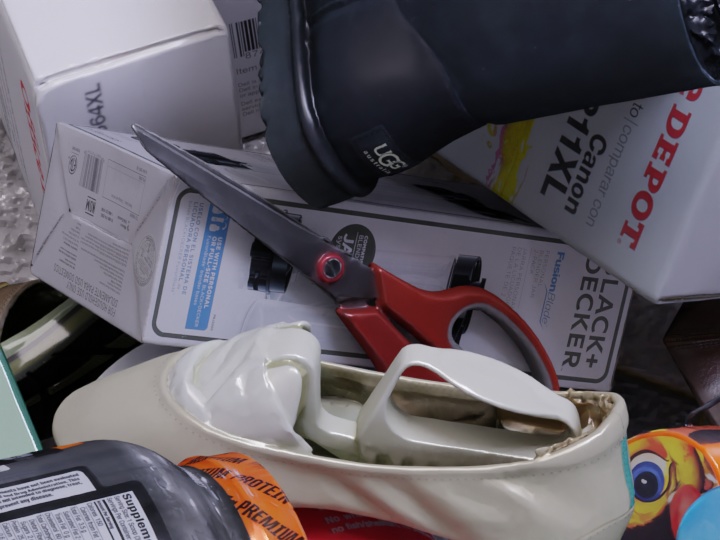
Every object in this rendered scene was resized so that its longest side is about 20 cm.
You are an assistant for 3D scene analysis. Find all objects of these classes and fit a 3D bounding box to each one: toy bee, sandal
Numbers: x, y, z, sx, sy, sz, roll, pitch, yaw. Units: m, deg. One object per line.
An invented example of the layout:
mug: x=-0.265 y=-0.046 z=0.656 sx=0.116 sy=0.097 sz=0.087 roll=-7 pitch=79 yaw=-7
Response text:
toy bee: x=0.127 y=0.098 z=0.969 sx=0.108 sy=0.131 sz=0.201 roll=-16 pitch=59 yaw=39
sandal: x=-0.145 y=0.037 z=1.064 sx=0.200 sy=0.080 sz=0.057 roll=-32 pitch=64 yaw=-19

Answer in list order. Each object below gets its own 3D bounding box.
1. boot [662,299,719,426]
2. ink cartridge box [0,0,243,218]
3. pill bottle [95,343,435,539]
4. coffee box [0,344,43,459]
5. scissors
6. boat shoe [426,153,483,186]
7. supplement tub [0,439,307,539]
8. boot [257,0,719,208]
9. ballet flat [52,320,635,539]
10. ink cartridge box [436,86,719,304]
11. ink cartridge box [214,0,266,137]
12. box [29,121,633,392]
boot: x=0.218 y=0.058 z=1.017 sx=0.199 sy=0.065 sz=0.187 roll=-4 pitch=36 yaw=-1
ink cartridge box: x=-0.116 y=-0.102 z=1.141 sx=0.084 sy=0.146 sz=0.200 roll=-18 pitch=51 yaw=-11
pill bottle: x=-0.027 y=0.116 z=0.965 sx=0.112 sy=0.113 sz=0.200 roll=-24 pitch=51 yaw=-14
coffee box: x=-0.156 y=0.121 z=0.972 sx=0.122 sy=0.044 sz=0.201 roll=-21 pitch=72 yaw=-6
scissors: x=0.000 y=0.000 z=0.947 sx=0.073 sy=0.200 sz=0.014 roll=-44 pitch=27 yaw=-12
boat shoe: x=0.079 y=-0.051 z=1.109 sx=0.199 sy=0.065 sz=0.073 roll=26 pitch=100 yaw=30
supplement tub: x=-0.118 y=0.121 z=0.817 sx=0.199 sy=0.123 sz=0.123 roll=-10 pitch=46 yaw=-28
boot: x=0.047 y=-0.128 z=0.934 sx=0.167 sy=0.076 sz=0.201 roll=-18 pitch=56 yaw=22
ballet flat: x=-0.004 y=0.049 z=0.909 sx=0.199 sy=0.070 sz=0.070 roll=10 pitch=50 yaw=1
ink cartridge box: x=0.088 y=-0.100 z=1.001 sx=0.083 sy=0.146 sz=0.200 roll=-4 pitch=32 yaw=-48
ink cartridge box: x=-0.016 y=-0.167 z=1.148 sx=0.145 sy=0.201 sz=0.085 roll=-18 pitch=50 yaw=-10
box: x=-0.009 y=-0.005 z=1.012 sx=0.199 sy=0.060 sz=0.117 roll=7 pitch=9 yaw=-30
